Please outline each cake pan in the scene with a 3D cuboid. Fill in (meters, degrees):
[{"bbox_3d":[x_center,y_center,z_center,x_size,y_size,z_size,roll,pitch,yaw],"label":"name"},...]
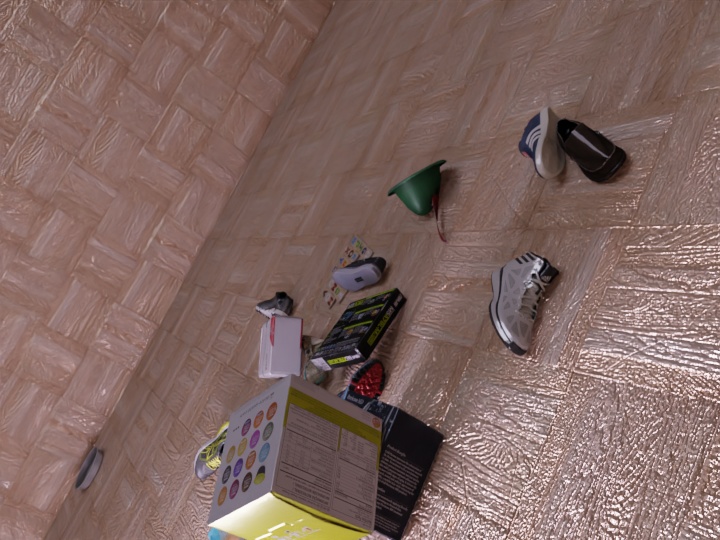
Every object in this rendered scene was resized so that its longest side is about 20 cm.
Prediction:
[{"bbox_3d":[-1.236,0.905,3.030,0.200,0.036,0.203,-43,29,31],"label":"cake pan"}]

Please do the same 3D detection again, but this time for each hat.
[{"bbox_3d":[0.171,-0.150,1.628,0.198,0.179,0.165,-28,-2,-43],"label":"hat"}]

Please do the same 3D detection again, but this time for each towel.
[{"bbox_3d":[-0.322,0.652,1.630,0.149,0.021,0.200,-58,25,3],"label":"towel"}]

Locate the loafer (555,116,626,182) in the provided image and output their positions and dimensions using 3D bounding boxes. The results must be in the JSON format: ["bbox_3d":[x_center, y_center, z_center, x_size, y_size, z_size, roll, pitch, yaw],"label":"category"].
[{"bbox_3d":[0.405,-0.224,1.206,0.073,0.071,0.201,-51,25,13],"label":"loafer"}]

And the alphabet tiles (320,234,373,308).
[{"bbox_3d":[-0.045,0.006,1.863,0.202,0.007,0.167,-56,25,6],"label":"alphabet tiles"}]

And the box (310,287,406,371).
[{"bbox_3d":[-0.006,0.138,1.538,0.198,0.048,0.194,-23,23,52],"label":"box"}]

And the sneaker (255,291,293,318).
[{"bbox_3d":[-0.265,0.109,2.094,0.198,0.066,0.092,3,61,58],"label":"sneaker"}]

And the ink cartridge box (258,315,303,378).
[{"bbox_3d":[-0.212,0.207,1.754,0.200,0.081,0.151,148,127,-70],"label":"ink cartridge box"}]

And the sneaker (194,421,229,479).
[{"bbox_3d":[-0.405,0.518,1.874,0.202,0.074,0.085,-54,26,10],"label":"sneaker"}]

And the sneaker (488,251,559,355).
[{"bbox_3d":[0.282,0.041,1.130,0.115,0.075,0.203,-42,27,34],"label":"sneaker"}]

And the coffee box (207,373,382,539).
[{"bbox_3d":[-0.103,0.328,1.091,0.199,0.198,0.201,-37,34,39],"label":"coffee box"}]

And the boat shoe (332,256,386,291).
[{"bbox_3d":[0.000,0.000,1.723,0.067,0.070,0.199,-50,16,-28],"label":"boat shoe"}]

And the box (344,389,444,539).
[{"bbox_3d":[0.023,0.349,1.214,0.199,0.123,0.200,0,59,61],"label":"box"}]

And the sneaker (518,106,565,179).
[{"bbox_3d":[0.354,-0.238,1.323,0.084,0.075,0.202,-32,26,40],"label":"sneaker"}]

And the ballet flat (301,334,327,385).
[{"bbox_3d":[-0.112,0.219,1.690,0.074,0.068,0.201,-31,30,7],"label":"ballet flat"}]

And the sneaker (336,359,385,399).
[{"bbox_3d":[-0.022,0.272,1.433,0.203,0.078,0.095,-58,23,0],"label":"sneaker"}]
